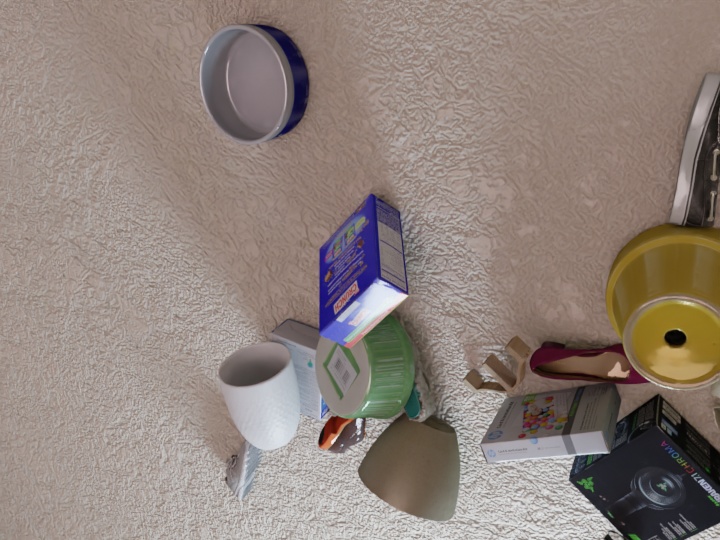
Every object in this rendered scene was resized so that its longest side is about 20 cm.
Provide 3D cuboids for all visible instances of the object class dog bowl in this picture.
[{"bbox_3d":[-0.193,-0.335,1.073,0.197,0.079,0.204,11,114,25],"label":"dog bowl"}]

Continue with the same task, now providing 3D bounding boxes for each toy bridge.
[{"bbox_3d":[0.239,0.176,1.014,0.067,0.027,0.201,43,151,9],"label":"toy bridge"}]

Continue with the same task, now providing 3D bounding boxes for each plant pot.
[{"bbox_3d":[0.430,0.056,0.804,0.197,0.188,0.205,11,114,26],"label":"plant pot"}]

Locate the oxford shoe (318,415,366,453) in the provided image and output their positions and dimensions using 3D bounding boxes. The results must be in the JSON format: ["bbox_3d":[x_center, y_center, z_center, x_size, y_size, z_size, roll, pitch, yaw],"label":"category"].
[{"bbox_3d":[-0.011,0.314,1.251,0.072,0.072,0.201,28,123,-17],"label":"oxford shoe"}]

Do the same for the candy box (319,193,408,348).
[{"bbox_3d":[0.000,0.000,1.025,0.076,0.203,0.169,26,131,-26],"label":"candy box"}]

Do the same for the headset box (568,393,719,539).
[{"bbox_3d":[0.463,0.334,0.956,0.174,0.093,0.201,45,125,7],"label":"headset box"}]

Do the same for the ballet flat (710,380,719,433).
[{"bbox_3d":[0.545,0.193,0.865,0.068,0.070,0.203,-8,113,32],"label":"ballet flat"}]

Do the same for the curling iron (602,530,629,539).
[{"bbox_3d":[0.438,0.484,1.017,0.049,0.026,0.201,31,159,33],"label":"curling iron"}]

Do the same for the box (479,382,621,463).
[{"bbox_3d":[0.312,0.248,0.971,0.198,0.155,0.042,-20,98,35],"label":"box"}]

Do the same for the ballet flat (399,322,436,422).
[{"bbox_3d":[0.090,0.185,1.120,0.071,0.071,0.203,-33,64,35],"label":"ballet flat"}]

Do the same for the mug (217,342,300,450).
[{"bbox_3d":[-0.203,0.250,1.202,0.199,0.146,0.178,30,136,54],"label":"mug"}]

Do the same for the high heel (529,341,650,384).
[{"bbox_3d":[0.369,0.158,0.935,0.196,0.096,0.069,2,106,29],"label":"high heel"}]

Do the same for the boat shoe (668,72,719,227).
[{"bbox_3d":[0.457,-0.154,0.780,0.063,0.071,0.204,11,122,26],"label":"boat shoe"}]

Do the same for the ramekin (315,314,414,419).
[{"bbox_3d":[0.000,0.178,1.106,0.198,0.096,0.205,-3,86,51],"label":"ramekin"}]

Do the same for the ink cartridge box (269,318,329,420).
[{"bbox_3d":[-0.121,0.222,1.258,0.134,0.076,0.204,16,116,25],"label":"ink cartridge box"}]

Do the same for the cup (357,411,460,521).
[{"bbox_3d":[0.110,0.352,1.128,0.197,0.200,0.146,22,92,20],"label":"cup"}]

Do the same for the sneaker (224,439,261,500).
[{"bbox_3d":[-0.302,0.485,1.470,0.081,0.075,0.203,28,122,15],"label":"sneaker"}]
